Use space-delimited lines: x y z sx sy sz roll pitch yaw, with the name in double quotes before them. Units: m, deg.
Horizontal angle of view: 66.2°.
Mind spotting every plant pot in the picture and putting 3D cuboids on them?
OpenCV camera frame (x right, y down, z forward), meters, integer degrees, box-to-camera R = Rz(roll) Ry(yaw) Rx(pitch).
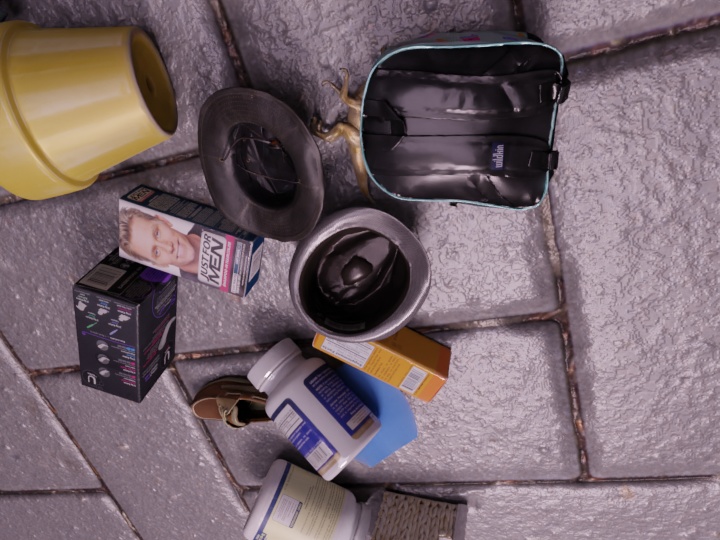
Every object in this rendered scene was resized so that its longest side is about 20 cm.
"plant pot" -0.334 -0.203 0.664 0.187 0.201 0.202 -12 117 2

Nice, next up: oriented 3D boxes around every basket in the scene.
"basket" 0.096 0.539 0.979 0.160 0.198 0.201 8 122 14

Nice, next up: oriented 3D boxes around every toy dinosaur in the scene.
"toy dinosaur" -0.007 -0.168 0.671 0.100 0.058 0.201 13 122 5

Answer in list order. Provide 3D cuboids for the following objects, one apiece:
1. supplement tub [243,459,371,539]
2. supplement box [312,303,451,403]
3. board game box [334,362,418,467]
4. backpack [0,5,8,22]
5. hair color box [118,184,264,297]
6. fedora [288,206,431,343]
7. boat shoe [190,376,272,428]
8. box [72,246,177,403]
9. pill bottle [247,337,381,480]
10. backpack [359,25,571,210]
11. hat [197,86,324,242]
"supplement tub" -0.095 0.448 0.999 0.199 0.145 0.146 25 122 -1
"supplement box" 0.033 0.115 0.821 0.199 0.067 0.069 29 125 -3
"board game box" 0.012 0.224 0.901 0.158 0.039 0.200 49 129 8
"backpack" -0.543 -0.308 0.654 0.199 0.178 0.151 -24 107 29
"hair color box" -0.244 -0.043 0.801 0.199 0.061 0.101 18 122 4
"fedora" 0.000 0.000 0.743 0.176 0.090 0.200 37 112 -6
"boat shoe" -0.207 0.228 0.940 0.199 0.074 0.076 -14 115 21
"box" -0.364 0.086 0.868 0.105 0.122 0.201 16 122 4
"pill bottle" -0.075 0.206 0.849 0.200 0.120 0.120 46 122 10
"backpack" 0.096 -0.162 0.589 0.198 0.154 0.177 -3 120 -2
"hat" -0.111 -0.139 0.694 0.199 0.081 0.202 14 128 19
